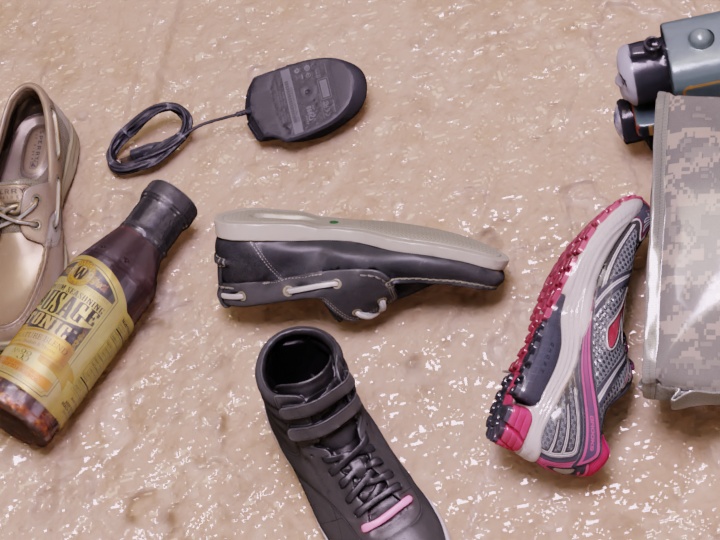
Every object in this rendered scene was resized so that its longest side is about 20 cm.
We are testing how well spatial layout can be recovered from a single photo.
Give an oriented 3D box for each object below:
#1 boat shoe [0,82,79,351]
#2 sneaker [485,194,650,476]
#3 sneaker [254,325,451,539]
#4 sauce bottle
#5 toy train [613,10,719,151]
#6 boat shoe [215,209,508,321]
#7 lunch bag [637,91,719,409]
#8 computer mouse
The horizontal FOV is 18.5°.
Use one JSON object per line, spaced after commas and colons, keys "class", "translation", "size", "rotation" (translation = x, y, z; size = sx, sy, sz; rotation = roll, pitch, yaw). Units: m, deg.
{"class": "boat shoe", "translation": [-0.242, -0.039, 1.562], "size": [0.072, 0.065, 0.201], "rotation": [-1, 58, 12]}
{"class": "sneaker", "translation": [0.147, 0.041, 1.424], "size": [0.074, 0.081, 0.201], "rotation": [27, 65, -5]}
{"class": "sneaker", "translation": [-0.010, 0.118, 1.390], "size": [0.070, 0.099, 0.200], "rotation": [-31, 58, -9]}
{"class": "sauce bottle", "translation": [-0.183, 0.025, 1.510], "size": [0.066, 0.066, 0.201], "rotation": [22, 65, 24]}
{"class": "toy train", "translation": [0.265, -0.133, 1.473], "size": [0.198, 0.114, 0.086], "rotation": [-10, 56, 7]}
{"class": "boat shoe", "translation": [0.000, 0.000, 1.485], "size": [0.198, 0.072, 0.068], "rotation": [4, 100, 7]}
{"class": "lunch bag", "translation": [0.261, 0.000, 1.387], "size": [0.163, 0.118, 0.201], "rotation": [3, 64, 12]}
{"class": "computer mouse", "translation": [-0.089, -0.106, 1.594], "size": [0.199, 0.034, 0.059], "rotation": [-14, 73, 10]}
